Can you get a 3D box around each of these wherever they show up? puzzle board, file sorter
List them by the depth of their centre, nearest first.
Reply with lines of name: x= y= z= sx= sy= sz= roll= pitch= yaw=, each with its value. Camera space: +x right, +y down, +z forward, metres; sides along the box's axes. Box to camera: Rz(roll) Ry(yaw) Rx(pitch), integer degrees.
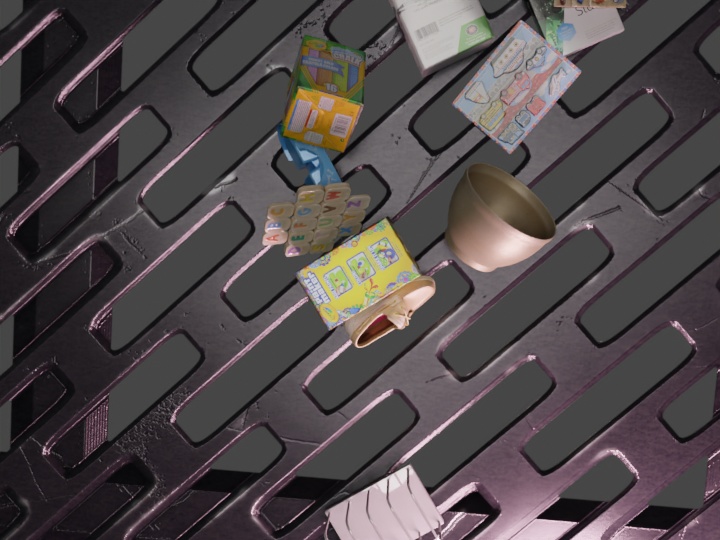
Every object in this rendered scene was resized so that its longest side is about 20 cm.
puzzle board: x=0.293 y=-0.345 z=1.482 sx=0.151 sy=0.017 sz=0.200 roll=40 pitch=105 yaw=-1
file sorter: x=0.046 y=0.501 z=1.527 sx=0.200 sy=0.125 sz=0.139 roll=-30 pitch=93 yaw=4

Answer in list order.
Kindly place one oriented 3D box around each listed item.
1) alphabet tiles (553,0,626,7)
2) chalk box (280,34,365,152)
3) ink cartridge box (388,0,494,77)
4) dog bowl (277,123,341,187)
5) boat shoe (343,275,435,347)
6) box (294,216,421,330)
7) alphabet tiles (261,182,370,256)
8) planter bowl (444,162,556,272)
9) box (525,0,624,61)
alphabet tiles: x=0.427 y=-0.571 z=1.445 sx=0.200 sy=0.006 sz=0.167 roll=2 pitch=95 yaw=2
chalk box: x=-0.066 y=-0.338 z=1.435 sx=0.124 sy=0.200 sz=0.125 roll=12 pitch=139 yaw=-13
ink cartridge box: x=0.141 y=-0.488 z=1.461 sx=0.146 sy=0.084 sz=0.200 roll=-24 pitch=93 yaw=4
dog bowl: x=-0.090 y=-0.197 z=1.488 sx=0.050 sy=0.111 sz=0.200 roll=-28 pitch=92 yaw=-14
boat shoe: x=0.064 y=0.085 z=1.508 sx=0.200 sy=0.069 sz=0.074 roll=-33 pitch=135 yaw=12
box: x=0.000 y=0.000 z=1.450 sx=0.192 sy=0.200 sz=0.122 roll=-32 pitch=92 yaw=4
alphabet tiles: x=-0.082 y=-0.091 z=1.455 sx=0.195 sy=0.200 sz=0.015 roll=-7 pitch=58 yaw=-19
planter bowl: x=0.240 y=-0.084 z=1.450 sx=0.200 sy=0.200 sz=0.135 roll=38 pitch=122 yaw=-1
box: x=0.389 y=-0.512 z=1.471 sx=0.144 sy=0.036 sz=0.200 roll=-24 pitch=92 yaw=4
